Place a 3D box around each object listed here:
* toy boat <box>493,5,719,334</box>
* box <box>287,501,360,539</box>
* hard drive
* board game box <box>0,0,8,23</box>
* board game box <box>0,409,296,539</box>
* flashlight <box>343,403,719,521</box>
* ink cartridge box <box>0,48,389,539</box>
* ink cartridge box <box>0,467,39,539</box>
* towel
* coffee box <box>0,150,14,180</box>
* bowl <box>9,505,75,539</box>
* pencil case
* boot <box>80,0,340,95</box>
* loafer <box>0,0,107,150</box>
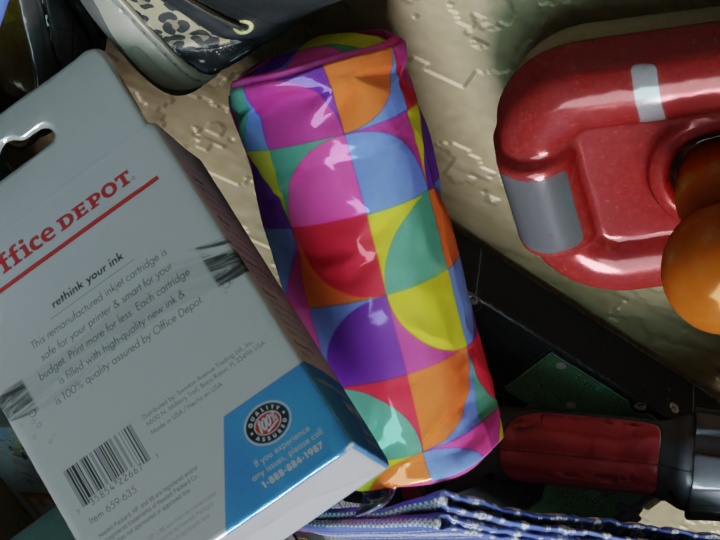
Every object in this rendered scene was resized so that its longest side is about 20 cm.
[{"bbox_3d":[0.152,-0.028,0.917,0.199,0.131,0.131,-6,134,17],"label":"toy boat"},{"bbox_3d":[-0.041,0.157,1.182,0.136,0.040,0.201,4,138,34],"label":"box"},{"bbox_3d":[0.063,0.064,1.096,0.199,0.038,0.140,32,132,-19],"label":"hard drive"},{"bbox_3d":[-0.248,-0.075,0.907,0.200,0.043,0.200,37,121,22],"label":"board game box"},{"bbox_3d":[-0.096,0.135,1.127,0.134,0.034,0.200,0,135,38],"label":"board game box"},{"bbox_3d":[0.090,0.084,1.037,0.198,0.068,0.068,6,140,7],"label":"flashlight"},{"bbox_3d":[-0.091,0.025,0.912,0.116,0.201,0.067,-34,162,7],"label":"ink cartridge box"},{"bbox_3d":[-0.244,0.154,1.159,0.164,0.075,0.200,-13,132,23],"label":"ink cartridge box"},{"bbox_3d":[0.083,0.121,1.037,0.199,0.024,0.145,11,168,-28],"label":"towel"},{"bbox_3d":[-0.181,-0.022,1.010,0.123,0.044,0.201,27,153,48],"label":"coffee box"},{"bbox_3d":[-0.102,0.179,1.063,0.200,0.105,0.201,20,144,15],"label":"bowl"},{"bbox_3d":[0.000,0.000,0.956,0.088,0.088,0.201,-9,101,19],"label":"pencil case"},{"bbox_3d":[-0.060,-0.164,0.867,0.153,0.074,0.204,-17,136,24],"label":"boot"},{"bbox_3d":[-0.166,-0.138,0.912,0.072,0.073,0.200,-15,130,24],"label":"loafer"}]
